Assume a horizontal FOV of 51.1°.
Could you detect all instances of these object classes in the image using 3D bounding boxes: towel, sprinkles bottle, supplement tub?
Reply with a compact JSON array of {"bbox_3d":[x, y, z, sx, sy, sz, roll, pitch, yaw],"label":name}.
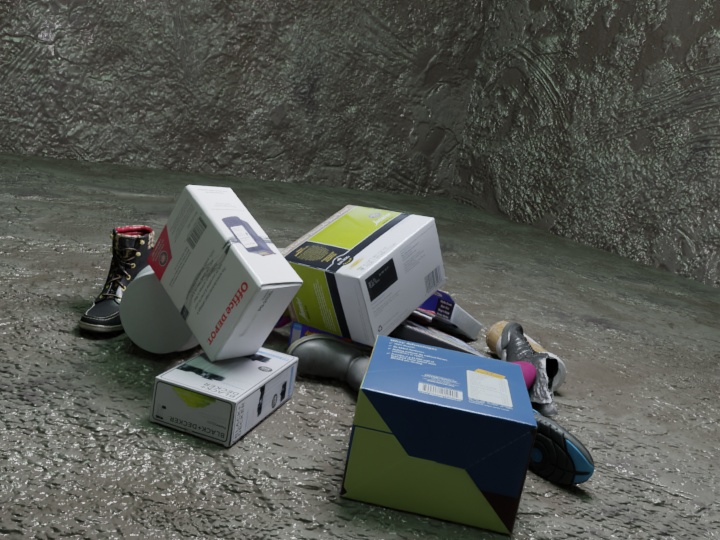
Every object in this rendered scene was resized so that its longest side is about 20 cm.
[{"bbox_3d":[0.062,0.068,1.434,0.144,0.023,0.200,22,-8,-1],"label":"towel"},{"bbox_3d":[0.299,0.155,1.379,0.068,0.068,0.200,7,13,-16],"label":"sprinkles bottle"},{"bbox_3d":[-0.280,0.046,1.198,0.144,0.145,0.200,13,13,9],"label":"supplement tub"}]

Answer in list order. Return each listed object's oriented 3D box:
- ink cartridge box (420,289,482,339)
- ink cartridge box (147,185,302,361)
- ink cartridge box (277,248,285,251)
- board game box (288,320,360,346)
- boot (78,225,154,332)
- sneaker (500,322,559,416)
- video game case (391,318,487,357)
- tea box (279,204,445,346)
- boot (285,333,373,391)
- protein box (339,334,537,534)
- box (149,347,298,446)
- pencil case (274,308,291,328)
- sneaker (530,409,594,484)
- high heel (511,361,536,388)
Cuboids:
[{"bbox_3d":[0.122,0.066,1.507,0.199,0.041,0.200,20,-11,34],"label":"ink cartridge box"},{"bbox_3d":[-0.190,0.002,1.033,0.084,0.145,0.200,-3,45,-50],"label":"ink cartridge box"},{"bbox_3d":[-0.186,0.001,1.517,0.200,0.085,0.146,0,8,21],"label":"ink cartridge box"},{"bbox_3d":[-0.048,0.100,1.379,0.134,0.045,0.200,11,13,2],"label":"board game box"},{"bbox_3d":[-0.394,0.011,1.235,0.073,0.151,0.200,12,14,7],"label":"boot"},{"bbox_3d":[0.282,0.157,1.243,0.104,0.060,0.200,-10,34,28],"label":"sneaker"},{"bbox_3d":[0.125,0.120,1.332,0.200,0.026,0.181,23,2,-15],"label":"video game case"},{"bbox_3d":[0.000,0.000,1.252,0.196,0.134,0.200,15,40,40],"label":"tea box"},{"bbox_3d":[0.000,0.165,1.115,0.181,0.073,0.200,4,20,-25],"label":"boot"},{"bbox_3d":[0.094,0.188,0.914,0.198,0.135,0.200,11,13,4],"label":"protein box"},{"bbox_3d":[-0.174,0.156,1.000,0.116,0.060,0.200,14,13,16],"label":"box"},{"bbox_3d":[-0.197,0.029,1.354,0.200,0.089,0.088,28,21,37],"label":"pencil case"},{"bbox_3d":[0.245,0.222,1.031,0.082,0.073,0.200,1,17,-37],"label":"sneaker"},{"bbox_3d":[0.198,0.152,1.120,0.200,0.096,0.067,-18,40,-36],"label":"high heel"}]
